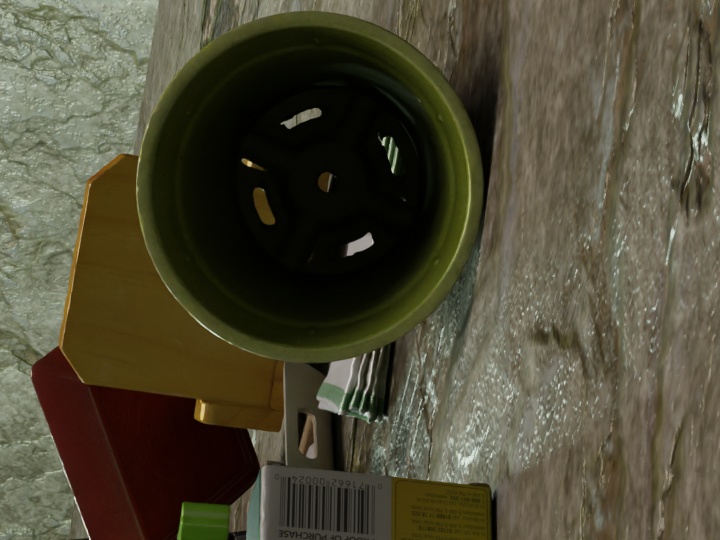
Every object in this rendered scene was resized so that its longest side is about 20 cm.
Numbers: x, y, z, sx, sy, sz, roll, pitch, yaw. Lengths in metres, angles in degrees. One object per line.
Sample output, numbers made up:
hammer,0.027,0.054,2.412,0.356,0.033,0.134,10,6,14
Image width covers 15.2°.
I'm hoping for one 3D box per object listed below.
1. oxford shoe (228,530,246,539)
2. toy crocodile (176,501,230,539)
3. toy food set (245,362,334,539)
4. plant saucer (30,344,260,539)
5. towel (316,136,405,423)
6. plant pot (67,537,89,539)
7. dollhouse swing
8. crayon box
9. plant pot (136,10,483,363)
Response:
oxford shoe,-0.107,0.257,2.118,0.200,0.072,0.085,-9,-90,-78
toy crocodile,-0.121,0.254,1.994,0.062,0.067,0.201,-96,8,-61
toy food set,-0.061,0.185,1.961,0.144,0.060,0.201,-95,15,-48
plant saucer,-0.154,0.122,2.078,0.200,0.037,0.201,-39,-64,-51
towel,0.000,0.000,1.825,0.149,0.031,0.201,179,98,-79
plant pot,-0.212,0.330,2.405,0.200,0.199,0.178,162,103,-79
dollhouse swing,-0.125,0.002,2.034,0.182,0.175,0.201,-96,17,-83
crayon box,0.003,0.204,1.385,0.051,0.126,0.201,111,163,-57
plant pot,-0.026,-0.052,1.629,0.190,0.199,0.201,-59,-24,-87
